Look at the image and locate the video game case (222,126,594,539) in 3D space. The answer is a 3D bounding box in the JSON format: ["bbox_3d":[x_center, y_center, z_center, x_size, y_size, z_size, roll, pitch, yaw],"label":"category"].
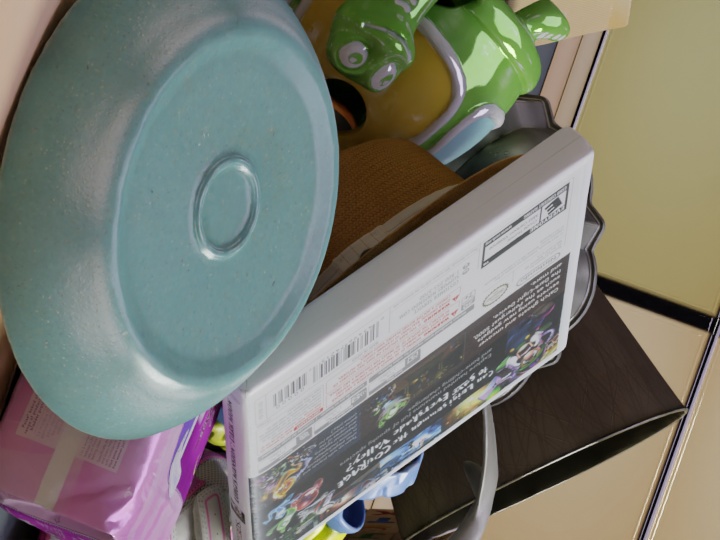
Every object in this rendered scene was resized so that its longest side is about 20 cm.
[{"bbox_3d":[0.021,0.039,1.264,0.200,0.023,0.182,-35,155,-19],"label":"video game case"}]

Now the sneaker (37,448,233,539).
[{"bbox_3d":[-0.101,0.127,1.313,0.200,0.088,0.082,-54,162,-64],"label":"sneaker"}]

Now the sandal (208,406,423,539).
[{"bbox_3d":[-0.033,0.068,1.420,0.200,0.087,0.080,51,24,-44],"label":"sandal"}]

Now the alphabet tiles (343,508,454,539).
[{"bbox_3d":[-0.027,0.157,1.641,0.200,0.165,0.006,-17,108,-80],"label":"alphabet tiles"}]

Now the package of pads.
[{"bbox_3d":[-0.091,0.025,1.188,0.121,0.075,0.201,73,37,-75],"label":"package of pads"}]

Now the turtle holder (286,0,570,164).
[{"bbox_3d":[0.020,-0.106,1.356,0.132,0.141,0.185,-48,-154,-4],"label":"turtle holder"}]

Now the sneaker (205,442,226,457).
[{"bbox_3d":[-0.083,0.096,1.506,0.200,0.080,0.084,-30,118,-82],"label":"sneaker"}]

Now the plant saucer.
[{"bbox_3d":[-0.064,-0.028,1.080,0.200,0.036,0.201,-25,121,-50],"label":"plant saucer"}]

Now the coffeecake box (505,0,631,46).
[{"bbox_3d":[0.090,-0.242,1.449,0.154,0.073,0.201,83,-4,-72],"label":"coffeecake box"}]

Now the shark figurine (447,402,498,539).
[{"bbox_3d":[-0.012,0.156,1.361,0.090,0.214,0.129,56,11,-49],"label":"shark figurine"}]

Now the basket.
[{"bbox_3d":[0.065,0.029,1.567,0.136,0.180,0.201,60,5,-79],"label":"basket"}]

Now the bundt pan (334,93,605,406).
[{"bbox_3d":[0.025,-0.021,1.475,0.203,0.201,0.076,-71,161,2],"label":"bundt pan"}]

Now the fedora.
[{"bbox_3d":[0.000,0.000,1.304,0.200,0.082,0.201,-36,158,-17],"label":"fedora"}]
